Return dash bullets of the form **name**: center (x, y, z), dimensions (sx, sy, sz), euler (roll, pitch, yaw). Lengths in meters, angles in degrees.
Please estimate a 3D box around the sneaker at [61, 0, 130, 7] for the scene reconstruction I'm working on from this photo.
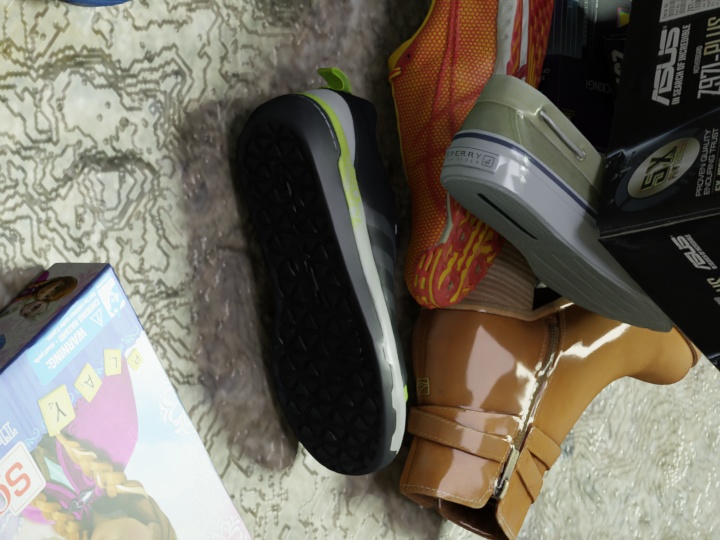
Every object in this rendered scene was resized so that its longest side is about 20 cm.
- **sneaker**: center (-0.050, -0.167, 1.080), dimensions (0.200, 0.089, 0.079), euler (-22, 114, -4)

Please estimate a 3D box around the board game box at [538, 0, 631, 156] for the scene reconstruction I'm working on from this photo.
- **board game box**: center (0.153, -0.143, 1.395), dimensions (0.200, 0.057, 0.165), euler (5, 85, -49)

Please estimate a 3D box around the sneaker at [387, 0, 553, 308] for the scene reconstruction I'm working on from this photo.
- **sneaker**: center (0.048, -0.076, 1.260), dimensions (0.073, 0.077, 0.200), euler (39, 60, -61)

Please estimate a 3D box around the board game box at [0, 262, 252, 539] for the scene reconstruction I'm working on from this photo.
- **board game box**: center (-0.138, 0.134, 1.062), dimensions (0.200, 0.041, 0.200), euler (-48, 125, -38)

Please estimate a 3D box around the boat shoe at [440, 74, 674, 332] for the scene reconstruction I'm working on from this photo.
- **boat shoe**: center (0.113, -0.029, 1.229), dimensions (0.200, 0.072, 0.062), euler (39, 70, -49)

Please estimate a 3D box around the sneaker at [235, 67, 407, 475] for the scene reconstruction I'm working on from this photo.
- **sneaker**: center (0.000, 0.000, 1.203), dimensions (0.083, 0.072, 0.200), euler (-23, 108, -50)

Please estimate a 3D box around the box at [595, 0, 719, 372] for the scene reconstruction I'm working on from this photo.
- **box**: center (0.208, -0.063, 1.254), dimensions (0.164, 0.086, 0.200), euler (42, 48, -41)

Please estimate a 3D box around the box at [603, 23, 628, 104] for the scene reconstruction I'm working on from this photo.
- **box**: center (0.222, -0.084, 1.400), dimensions (0.200, 0.049, 0.160), euler (-26, 109, -46)

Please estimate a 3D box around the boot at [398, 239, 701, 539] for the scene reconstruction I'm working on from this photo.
- **boot**: center (0.099, 0.075, 1.322), dimensions (0.200, 0.074, 0.155), euler (23, 71, -35)
